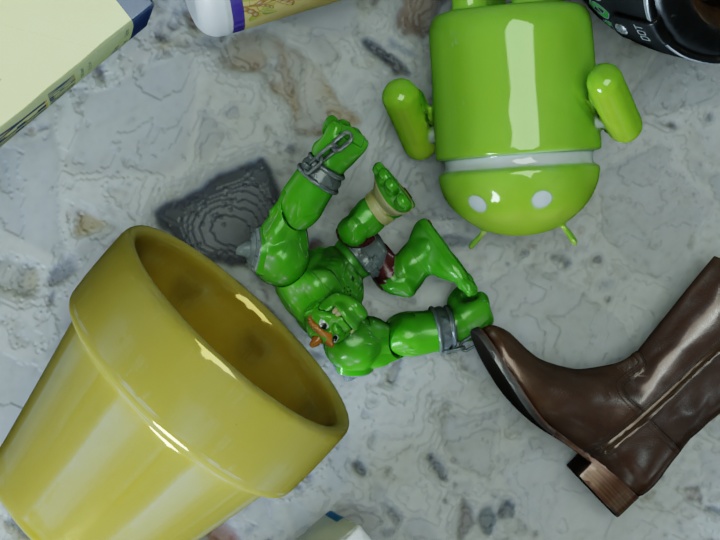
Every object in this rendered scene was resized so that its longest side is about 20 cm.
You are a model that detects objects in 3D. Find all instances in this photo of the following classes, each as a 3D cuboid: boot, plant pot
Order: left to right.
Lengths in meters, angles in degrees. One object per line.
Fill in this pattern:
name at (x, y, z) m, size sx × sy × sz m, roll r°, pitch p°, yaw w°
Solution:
plant pot at (-0.140, 0.105, 1.617) m, size 0.201 × 0.201 × 0.189 m, roll 42°, pitch 100°, yaw -5°
boot at (0.199, 0.047, 1.710) m, size 0.200 × 0.064 × 0.187 m, roll -43°, pitch 112°, yaw -2°

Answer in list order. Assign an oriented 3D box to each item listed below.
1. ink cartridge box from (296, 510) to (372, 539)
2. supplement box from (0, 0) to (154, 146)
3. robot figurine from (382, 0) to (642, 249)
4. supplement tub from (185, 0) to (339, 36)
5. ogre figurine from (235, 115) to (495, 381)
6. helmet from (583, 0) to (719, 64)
ink cartridge box at (0.021, 0.270, 1.650) m, size 0.086 × 0.146 × 0.200 m, roll -41°, pitch 95°, yaw -7°
supplement box at (-0.277, -0.186, 1.621) m, size 0.199 × 0.134 × 0.200 m, roll -39°, pitch 94°, yaw -6°
robot figurine at (0.108, -0.116, 1.677) m, size 0.174 × 0.116 × 0.202 m, roll -3°, pitch 92°, yaw 19°
supplement tub at (-0.034, -0.253, 1.646) m, size 0.198 × 0.145 × 0.147 m, roll -17°, pitch 92°, yaw -6°
ogre figurine at (0.000, 0.000, 1.674) m, size 0.120 × 0.200 × 0.098 m, roll -37°, pitch 50°, yaw 4°
helmet at (0.229, -0.251, 1.658) m, size 0.198 × 0.191 × 0.201 m, roll -10°, pitch 127°, yaw -14°
